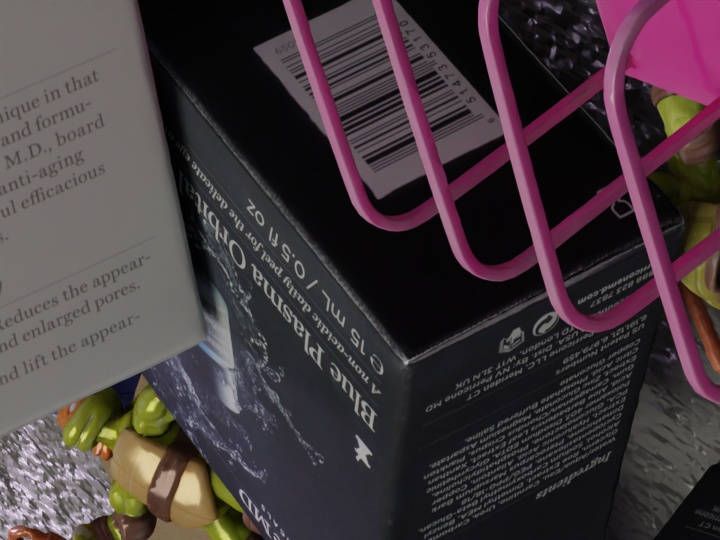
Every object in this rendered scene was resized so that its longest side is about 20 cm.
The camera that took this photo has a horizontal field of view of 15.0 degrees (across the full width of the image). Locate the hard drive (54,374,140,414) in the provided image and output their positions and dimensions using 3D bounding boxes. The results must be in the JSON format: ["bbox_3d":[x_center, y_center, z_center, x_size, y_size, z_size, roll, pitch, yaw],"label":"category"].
[{"bbox_3d":[-0.142,-0.012,1.150,0.131,0.026,0.201,6,139,-15],"label":"hard drive"}]

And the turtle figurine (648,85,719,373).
[{"bbox_3d":[0.138,-0.015,0.900,0.161,0.064,0.201,12,135,42],"label":"turtle figurine"}]

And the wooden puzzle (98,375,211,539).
[{"bbox_3d":[-0.073,0.056,1.249,0.184,0.037,0.201,6,123,46],"label":"wooden puzzle"}]

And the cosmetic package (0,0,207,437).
[{"bbox_3d":[-0.172,-0.059,0.923,0.165,0.164,0.201,39,147,49],"label":"cosmetic package"}]

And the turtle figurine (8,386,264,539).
[{"bbox_3d":[-0.074,0.097,1.183,0.161,0.064,0.201,33,130,11],"label":"turtle figurine"}]

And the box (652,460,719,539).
[{"bbox_3d":[0.135,0.199,1.020,0.104,0.200,0.149,18,140,36],"label":"box"}]

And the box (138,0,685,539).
[{"bbox_3d":[0.000,0.000,0.978,0.197,0.117,0.201,51,155,29],"label":"box"}]

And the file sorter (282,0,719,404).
[{"bbox_3d":[0.088,-0.057,0.744,0.200,0.125,0.140,27,147,46],"label":"file sorter"}]
